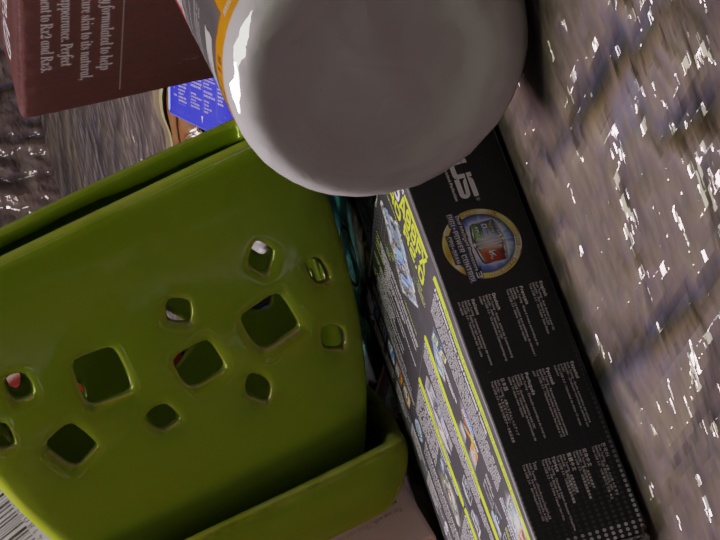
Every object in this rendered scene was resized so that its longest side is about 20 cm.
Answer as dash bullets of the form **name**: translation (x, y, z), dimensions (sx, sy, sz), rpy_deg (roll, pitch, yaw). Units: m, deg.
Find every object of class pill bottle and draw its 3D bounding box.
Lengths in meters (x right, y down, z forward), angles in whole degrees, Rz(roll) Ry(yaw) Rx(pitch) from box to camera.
- **pill bottle**: translation (-0.018, -0.124, 0.948), dimensions (0.200, 0.116, 0.117), rpy_deg (-118, 18, -53)

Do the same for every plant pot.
- **plant pot**: translation (-0.088, 0.048, 1.137), dimensions (0.199, 0.199, 0.182), rpy_deg (-138, 24, -81)

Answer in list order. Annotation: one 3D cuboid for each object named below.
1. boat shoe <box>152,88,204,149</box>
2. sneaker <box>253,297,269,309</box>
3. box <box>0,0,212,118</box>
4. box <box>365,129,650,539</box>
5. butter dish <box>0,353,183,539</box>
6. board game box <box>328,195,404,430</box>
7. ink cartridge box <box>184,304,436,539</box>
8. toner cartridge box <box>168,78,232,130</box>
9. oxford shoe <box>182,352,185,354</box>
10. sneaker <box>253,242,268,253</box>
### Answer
- **boat shoe**: translation (-0.082, -0.081, 1.512), dimensions (0.068, 0.072, 0.201), rpy_deg (38, 144, 29)
- **sneaker**: translation (-0.034, 0.075, 1.442), dimensions (0.200, 0.080, 0.087), rpy_deg (73, 172, -64)
- **box**: translation (-0.107, -0.210, 1.164), dimensions (0.166, 0.163, 0.201), rpy_deg (108, 147, -66)
- **box**: translation (0.054, 0.058, 0.998), dimensions (0.161, 0.044, 0.201), rpy_deg (95, 158, -60)
- **butter dish**: translation (-0.150, 0.114, 1.321), dimensions (0.201, 0.199, 0.148), rpy_deg (62, -168, 4)
- **board game box**: translation (0.000, 0.000, 1.250), dimensions (0.200, 0.028, 0.136), rpy_deg (104, 151, -69)
- **ink cartridge box**: translation (-0.016, 0.129, 1.281), dimensions (0.201, 0.068, 0.115), rpy_deg (58, 167, 26)
- **toner cartridge box**: translation (-0.068, -0.124, 1.345), dimensions (0.200, 0.043, 0.096), rpy_deg (-149, 58, -72)
- **oxford shoe**: translation (-0.096, 0.134, 1.518), dimensions (0.200, 0.084, 0.073), rpy_deg (52, -178, 8)
- **sneaker**: translation (-0.055, -0.023, 1.435), dimensions (0.116, 0.074, 0.200), rpy_deg (46, 152, -16)
